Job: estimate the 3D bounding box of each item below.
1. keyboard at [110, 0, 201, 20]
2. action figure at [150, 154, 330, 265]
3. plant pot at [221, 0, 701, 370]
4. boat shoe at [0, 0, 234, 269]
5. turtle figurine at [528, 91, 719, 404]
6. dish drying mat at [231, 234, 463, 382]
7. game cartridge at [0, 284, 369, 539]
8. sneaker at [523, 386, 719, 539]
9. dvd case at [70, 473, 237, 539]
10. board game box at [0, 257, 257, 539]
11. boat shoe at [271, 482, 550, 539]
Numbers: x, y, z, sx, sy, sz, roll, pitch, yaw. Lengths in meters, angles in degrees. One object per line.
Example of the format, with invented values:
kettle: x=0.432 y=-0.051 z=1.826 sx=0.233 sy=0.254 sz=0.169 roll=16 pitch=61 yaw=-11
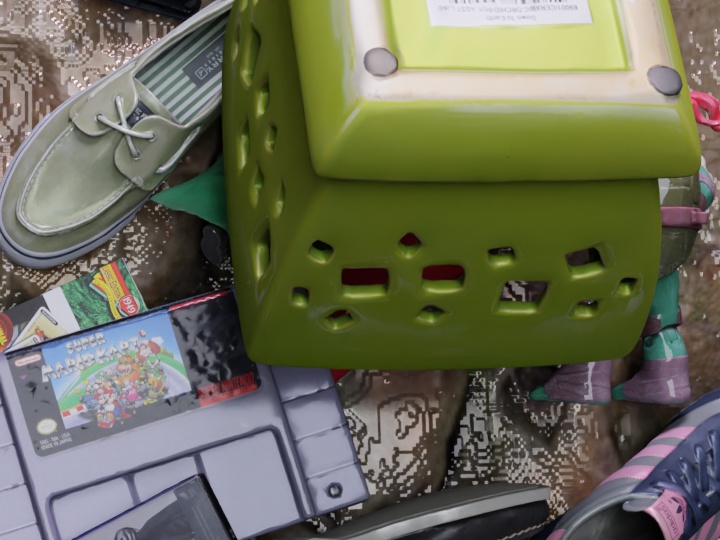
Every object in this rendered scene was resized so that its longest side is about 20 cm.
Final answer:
keyboard: x=-0.128 y=-0.244 z=0.995 sx=0.104 sy=0.040 sz=0.201 roll=14 pitch=75 yaw=-31
action figure: x=-0.002 y=-0.070 z=0.963 sx=0.118 sy=0.055 sz=0.200 roll=29 pitch=58 yaw=31
plant pot: x=0.045 y=-0.082 z=0.830 sx=0.199 sy=0.182 sz=0.200 roll=0 pitch=60 yaw=-11
boat shoe: x=-0.119 y=-0.083 z=0.949 sx=0.072 sy=0.062 sz=0.200 roll=43 pitch=76 yaw=-2
turtle figurine: x=0.140 y=-0.029 z=0.968 sx=0.149 sy=0.101 sz=0.201 roll=3 pitch=88 yaw=-19
dish drying mat: x=0.000 y=0.000 z=0.981 sx=0.200 sy=0.018 sz=0.077 roll=-40 pitch=92 yaw=-14
game cartridge: x=-0.107 y=0.087 z=0.919 sx=0.199 sy=0.038 sz=0.130 roll=-17 pitch=89 yaw=-14
sneaker: x=0.170 y=0.127 z=0.960 sx=0.200 sy=0.082 sz=0.070 roll=-38 pitch=89 yaw=-14
dvd case: x=-0.131 y=0.210 z=0.859 sx=0.199 sy=0.025 sz=0.151 roll=-28 pitch=82 yaw=1
board game box: x=-0.130 y=0.104 z=0.939 sx=0.104 sy=0.023 sz=0.201 roll=-26 pitch=87 yaw=-16
boat shoe: x=0.013 y=0.156 z=0.925 sx=0.199 sy=0.074 sz=0.061 roll=-13 pitch=88 yaw=-25
